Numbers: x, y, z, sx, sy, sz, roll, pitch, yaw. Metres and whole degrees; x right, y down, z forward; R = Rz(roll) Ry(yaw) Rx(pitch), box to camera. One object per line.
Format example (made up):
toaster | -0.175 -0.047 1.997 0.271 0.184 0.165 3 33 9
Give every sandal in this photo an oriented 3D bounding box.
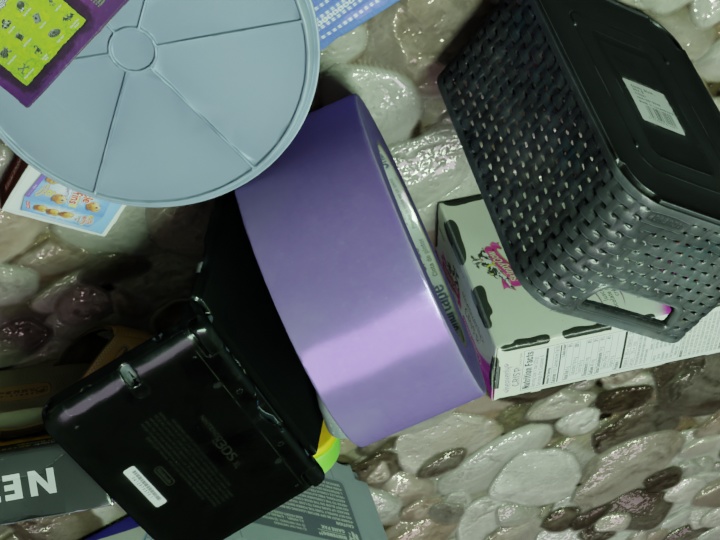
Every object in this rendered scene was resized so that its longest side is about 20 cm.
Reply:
sandal | -0.182 0.067 1.063 0.200 0.080 0.054 -9 119 -5

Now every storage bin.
storage bin | 0.144 -0.070 0.918 0.135 0.200 0.094 15 130 -34

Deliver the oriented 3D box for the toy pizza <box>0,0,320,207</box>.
toy pizza | -0.120 -0.125 0.842 0.200 0.032 0.200 2 122 3

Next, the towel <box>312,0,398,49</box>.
towel | -0.012 -0.211 0.835 0.145 0.024 0.200 -29 140 14

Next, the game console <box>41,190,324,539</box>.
game console | -0.103 0.068 1.027 0.176 0.116 0.200 -31 138 1

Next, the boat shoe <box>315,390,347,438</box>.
boat shoe | 0.053 0.063 1.103 0.201 0.070 0.072 -20 120 -29

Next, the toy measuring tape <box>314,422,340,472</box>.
toy measuring tape | -0.012 0.119 1.181 0.200 0.074 0.074 -10 140 -10

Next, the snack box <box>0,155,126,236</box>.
snack box | -0.139 -0.100 0.913 0.072 0.024 0.200 15 130 -33

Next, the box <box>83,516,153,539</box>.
box | -0.151 0.292 1.302 0.184 0.105 0.200 -29 139 11

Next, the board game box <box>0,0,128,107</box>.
board game box | -0.150 -0.186 0.770 0.120 0.032 0.200 39 117 -22

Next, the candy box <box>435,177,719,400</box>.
candy box | 0.165 0.002 1.061 0.200 0.136 0.061 -10 139 -9

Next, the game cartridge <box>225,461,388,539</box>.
game cartridge | -0.063 0.191 1.196 0.200 0.133 0.042 20 128 -37

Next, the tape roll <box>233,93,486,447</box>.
tape roll | 0.000 0.000 0.945 0.085 0.200 0.200 -23 141 7

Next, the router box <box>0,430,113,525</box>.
router box | -0.269 0.145 1.061 0.200 0.051 0.149 -9 -179 -10
